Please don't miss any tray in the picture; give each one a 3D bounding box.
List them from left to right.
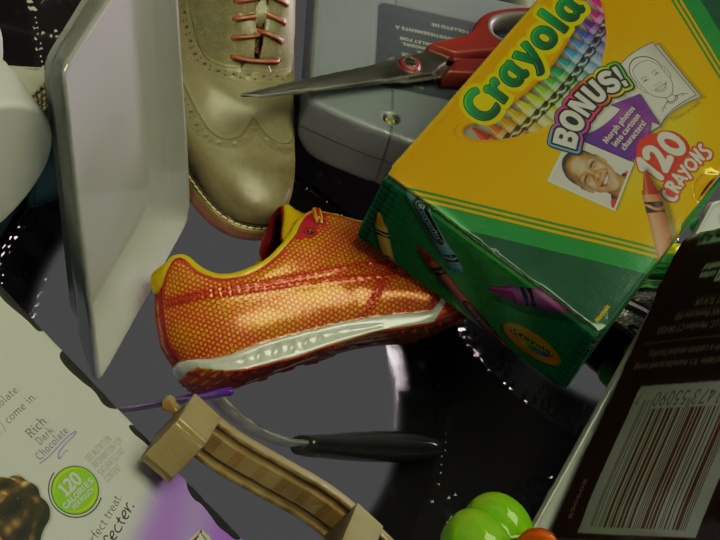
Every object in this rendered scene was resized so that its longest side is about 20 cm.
[{"bbox_3d":[-0.106,-0.053,1.128,0.022,0.201,0.108,16,52,12],"label":"tray"}]

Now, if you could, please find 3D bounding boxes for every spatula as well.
[{"bbox_3d":[-0.039,0.070,1.176,0.199,0.056,0.021,14,73,-39],"label":"spatula"}]

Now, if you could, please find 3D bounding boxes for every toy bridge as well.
[{"bbox_3d":[-0.009,0.121,1.106,0.200,0.027,0.067,43,18,-5],"label":"toy bridge"}]

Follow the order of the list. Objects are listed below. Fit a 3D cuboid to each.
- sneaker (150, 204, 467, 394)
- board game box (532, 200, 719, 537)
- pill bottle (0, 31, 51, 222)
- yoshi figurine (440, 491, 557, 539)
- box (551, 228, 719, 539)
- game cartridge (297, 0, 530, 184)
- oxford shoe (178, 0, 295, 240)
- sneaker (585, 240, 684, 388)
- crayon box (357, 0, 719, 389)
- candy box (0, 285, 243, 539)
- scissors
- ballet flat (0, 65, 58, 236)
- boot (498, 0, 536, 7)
[{"bbox_3d":[0.000,0.000,1.210,0.199,0.073,0.078,-11,80,-28],"label":"sneaker"},{"bbox_3d":[0.195,0.102,1.268,0.200,0.026,0.201,36,72,-16],"label":"board game box"},{"bbox_3d":[-0.220,-0.104,1.092,0.114,0.115,0.200,-20,61,-37],"label":"pill bottle"},{"bbox_3d":[0.073,0.198,1.169,0.111,0.112,0.201,-23,93,2],"label":"yoshi figurine"},{"bbox_3d":[0.227,0.095,1.178,0.199,0.166,0.165,31,75,-19],"label":"box"},{"bbox_3d":[0.068,-0.080,1.287,0.199,0.042,0.134,12,46,-8],"label":"game cartridge"},{"bbox_3d":[-0.062,-0.114,1.247,0.070,0.075,0.201,1,65,-32],"label":"oxford shoe"},{"bbox_3d":[0.156,0.030,1.313,0.199,0.078,0.086,12,66,-15],"label":"sneaker"},{"bbox_3d":[0.104,-0.057,1.208,0.119,0.058,0.200,36,58,7],"label":"crayon box"},{"bbox_3d":[-0.145,0.133,1.065,0.200,0.072,0.168,47,50,-2],"label":"candy box"},{"bbox_3d":[0.031,-0.101,1.263,0.199,0.014,0.073,-1,47,-19],"label":"scissors"},{"bbox_3d":[-0.165,-0.047,1.159,0.075,0.068,0.200,39,53,8],"label":"ballet flat"},{"bbox_3d":[0.056,-0.169,1.358,0.199,0.070,0.132,-16,79,-32],"label":"boot"}]
